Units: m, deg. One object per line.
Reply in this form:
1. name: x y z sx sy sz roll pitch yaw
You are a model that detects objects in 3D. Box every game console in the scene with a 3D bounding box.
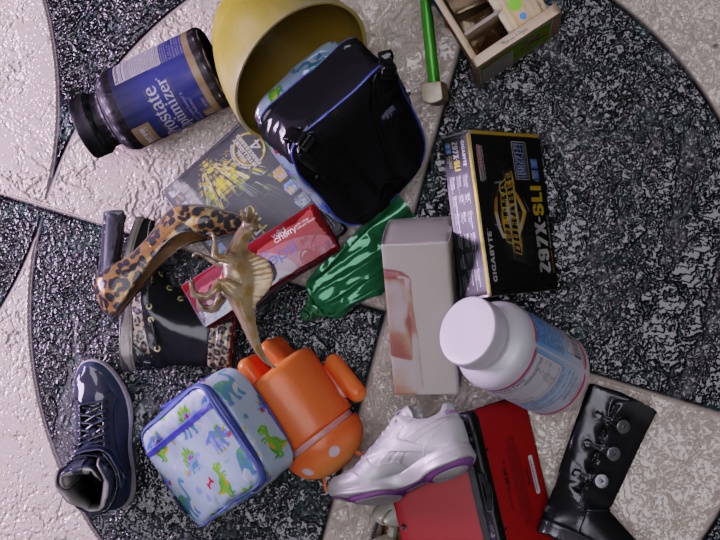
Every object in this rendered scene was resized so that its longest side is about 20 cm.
1. game console: 0.140 0.279 1.568 0.118 0.171 0.203 -15 86 45

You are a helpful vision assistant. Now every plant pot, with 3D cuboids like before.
1. plant pot: -0.111 -0.290 1.575 0.200 0.200 0.142 -45 57 4

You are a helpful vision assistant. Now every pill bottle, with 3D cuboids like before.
1. pill bottle: 0.186 0.102 1.498 0.108 0.199 0.110 -20 58 35
2. pill bottle: -0.276 -0.228 1.618 0.198 0.112 0.113 -25 86 6

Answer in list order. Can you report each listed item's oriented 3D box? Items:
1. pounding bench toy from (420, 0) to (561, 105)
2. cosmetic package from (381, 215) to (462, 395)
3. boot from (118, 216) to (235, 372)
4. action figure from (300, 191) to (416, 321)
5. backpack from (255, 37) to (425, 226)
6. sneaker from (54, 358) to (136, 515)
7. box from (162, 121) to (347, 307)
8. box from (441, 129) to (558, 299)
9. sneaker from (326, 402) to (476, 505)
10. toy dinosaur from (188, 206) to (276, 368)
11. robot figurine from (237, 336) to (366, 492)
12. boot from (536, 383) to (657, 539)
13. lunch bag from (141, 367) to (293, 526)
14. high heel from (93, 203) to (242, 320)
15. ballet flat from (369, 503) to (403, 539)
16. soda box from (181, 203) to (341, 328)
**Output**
1. pounding bench toy: 0.129 -0.324 1.561 0.199 0.124 0.157 -33 85 5
2. cosmetic package: 0.079 0.044 1.538 0.086 0.104 0.203 -2 109 9
3. boot: -0.239 0.035 1.631 0.151 0.073 0.207 3 85 0
4. action figure: 0.000 0.000 1.605 0.199 0.055 0.119 -37 86 1
5. backpack: -0.019 -0.173 1.535 0.183 0.200 0.147 -42 49 -5
6. sneaker: -0.349 0.217 1.600 0.076 0.146 0.205 -13 86 8
7. box: -0.139 -0.079 1.628 0.161 0.049 0.201 -39 86 6
8. box: 0.176 -0.069 1.533 0.049 0.159 0.203 -9 86 39
9. sneaker: 0.046 0.227 1.516 0.198 0.075 0.101 -23 64 19
10. toy dinosaur: -0.154 0.023 1.497 0.100 0.058 0.203 -6 87 3
11. robot figurine: -0.073 0.181 1.579 0.143 0.117 0.201 -34 84 -27
12. boot: 0.327 0.263 1.557 0.163 0.066 0.202 25 78 -12
13. lunch bag: -0.188 0.223 1.566 0.200 0.082 0.162 -37 85 45
14. high heel: -0.239 -0.008 1.562 0.197 0.071 0.145 -3 72 9
15. ballet flat: 0.038 0.339 1.578 0.071 0.072 0.203 18 92 7
16. soda box: -0.124 -0.004 1.561 0.199 0.070 0.064 -32 84 1
